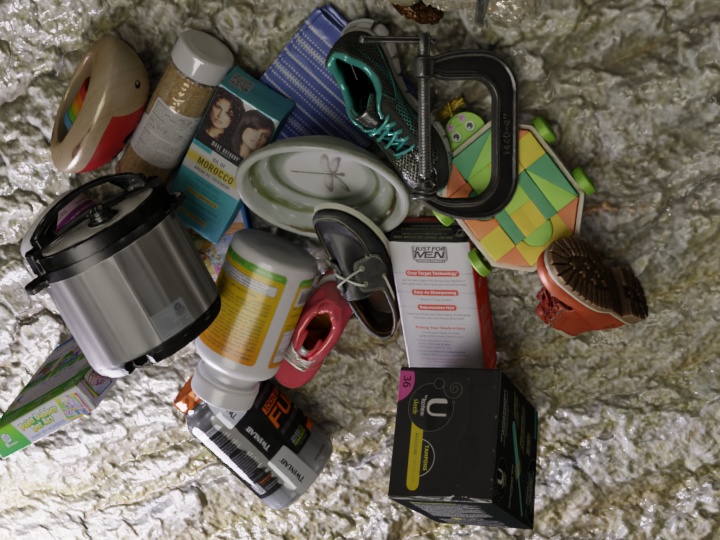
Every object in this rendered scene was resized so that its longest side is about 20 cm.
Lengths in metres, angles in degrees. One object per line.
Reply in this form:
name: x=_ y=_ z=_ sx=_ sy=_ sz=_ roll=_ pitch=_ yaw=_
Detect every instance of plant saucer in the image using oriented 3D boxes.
plant saucer: x=-0.040 y=-0.102 z=1.363 sx=0.197 sy=0.051 sz=0.201 roll=7 pitch=153 yaw=3

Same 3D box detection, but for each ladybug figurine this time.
ladybug figurine: x=-0.302 y=-0.185 z=1.414 sx=0.071 sy=0.137 sz=0.200 roll=16 pitch=144 yaw=-28

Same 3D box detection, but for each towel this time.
towel: x=-0.045 y=-0.188 z=1.373 sx=0.144 sy=0.024 sz=0.200 roll=40 pitch=128 yaw=-10

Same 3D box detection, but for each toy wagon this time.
toy wagon: x=0.148 y=-0.097 z=1.308 sx=0.155 sy=0.040 sz=0.201 roll=-38 pitch=89 yaw=15

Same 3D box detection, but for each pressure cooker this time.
pressure cooker: x=-0.268 y=-0.006 z=1.373 sx=0.177 sy=0.176 sz=0.202 roll=-19 pitch=110 yaw=26

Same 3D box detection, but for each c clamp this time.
c clamp: x=0.087 y=-0.148 z=1.252 sx=0.168 sy=0.027 sz=0.203 roll=-10 pitch=100 yaw=-18

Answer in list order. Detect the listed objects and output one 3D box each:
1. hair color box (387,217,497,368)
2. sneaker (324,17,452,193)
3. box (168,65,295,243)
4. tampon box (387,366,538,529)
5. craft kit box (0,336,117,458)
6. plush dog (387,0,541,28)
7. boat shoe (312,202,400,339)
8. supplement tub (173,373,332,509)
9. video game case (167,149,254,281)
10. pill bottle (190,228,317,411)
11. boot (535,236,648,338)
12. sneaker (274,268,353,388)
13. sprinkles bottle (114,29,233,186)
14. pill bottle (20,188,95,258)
hair color box: x=0.099 y=0.039 z=1.433 sx=0.100 sy=0.061 sz=0.202 roll=2 pitch=122 yaw=19
sneaker: x=0.023 y=-0.160 z=1.274 sx=0.077 sy=0.091 sz=0.201 roll=-27 pitch=99 yaw=33
box: x=-0.155 y=-0.130 z=1.406 sx=0.082 sy=0.049 sz=0.201 roll=32 pitch=128 yaw=-1
tampon box: x=0.125 y=0.211 z=1.425 sx=0.124 sy=0.152 sz=0.200 roll=-1 pitch=160 yaw=21
craft kit box: x=-0.375 y=0.138 z=1.596 sx=0.199 sy=0.198 sz=0.049 roll=-28 pitch=108 yaw=34
plush dog: x=0.062 y=-0.312 z=1.187 sx=0.171 sy=0.160 sz=0.202 roll=6 pitch=126 yaw=49
boat shoe: x=0.000 y=0.000 z=1.407 sx=0.071 sy=0.068 sz=0.201 roll=-4 pitch=139 yaw=27
supplement tub: x=-0.142 y=0.206 z=1.596 sx=0.200 sy=0.123 sz=0.122 roll=44 pitch=126 yaw=-11
video game case: x=-0.200 y=-0.058 z=1.515 sx=0.141 sy=0.018 sz=0.202 roll=2 pitch=121 yaw=20
pill bottle: x=-0.135 y=0.063 z=1.470 sx=0.110 sy=0.111 sz=0.202 roll=24 pitch=106 yaw=5
boot: x=0.225 y=0.028 z=1.316 sx=0.106 sy=0.076 sz=0.199 roll=-20 pitch=152 yaw=30
sneaker: x=-0.068 y=0.085 z=1.511 sx=0.073 sy=0.087 sz=0.201 roll=32 pitch=127 yaw=0
sprinkles bottle: x=-0.216 y=-0.177 z=1.401 sx=0.068 sy=0.068 sz=0.201 roll=33 pitch=121 yaw=-2
pill bottle: x=-0.319 y=0.002 z=1.529 sx=0.199 sy=0.112 sz=0.113 roll=41 pitch=127 yaw=1
